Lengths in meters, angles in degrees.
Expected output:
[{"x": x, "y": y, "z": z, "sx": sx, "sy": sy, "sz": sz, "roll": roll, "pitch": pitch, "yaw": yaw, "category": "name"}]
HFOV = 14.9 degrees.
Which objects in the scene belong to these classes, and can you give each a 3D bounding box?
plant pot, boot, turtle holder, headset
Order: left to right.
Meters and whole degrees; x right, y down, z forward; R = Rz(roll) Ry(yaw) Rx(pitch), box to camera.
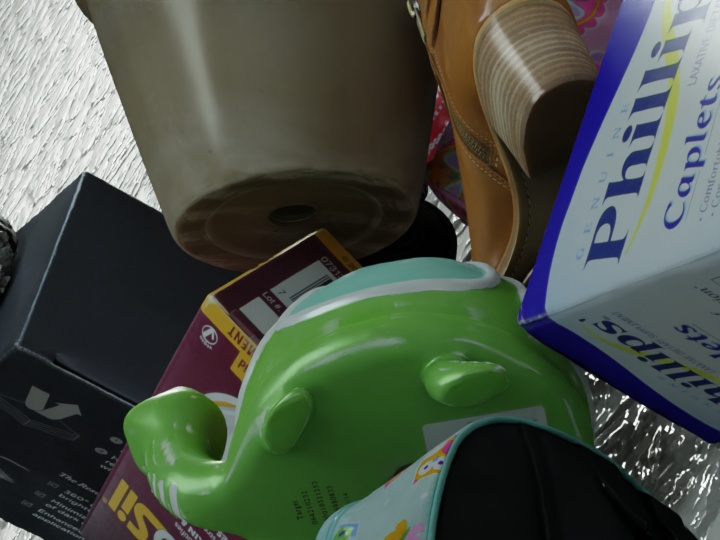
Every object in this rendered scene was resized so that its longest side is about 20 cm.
[{"x": -0.040, "y": -0.101, "z": 1.311, "sx": 0.200, "sy": 0.199, "sz": 0.174, "roll": -38, "pitch": 50, "yaw": 50, "category": "plant pot"}, {"x": 0.000, "y": 0.000, "z": 1.392, "sx": 0.124, "sy": 0.093, "sz": 0.201, "roll": 96, "pitch": -179, "yaw": -74, "category": "headset"}, {"x": 0.008, "y": 0.070, "z": 1.146, "sx": 0.185, "sy": 0.141, "sz": 0.132, "roll": -37, "pitch": 23, "yaw": 21, "category": "turtle holder"}, {"x": 0.061, "y": -0.056, "z": 1.237, "sx": 0.156, "sy": 0.076, "sz": 0.201, "roll": -117, "pitch": 14, "yaw": -46, "category": "boot"}]

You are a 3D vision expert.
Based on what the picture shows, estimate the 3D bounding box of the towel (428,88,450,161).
[{"x": 0.048, "y": -0.128, "z": 1.443, "sx": 0.200, "sy": 0.022, "sz": 0.145, "roll": 44, "pitch": 112, "yaw": 39, "category": "towel"}]

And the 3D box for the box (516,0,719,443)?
[{"x": 0.171, "y": -0.051, "z": 1.047, "sx": 0.200, "sy": 0.105, "sz": 0.185, "roll": -27, "pitch": 39, "yaw": 60, "category": "box"}]

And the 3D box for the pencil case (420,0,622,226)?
[{"x": 0.105, "y": -0.103, "z": 1.320, "sx": 0.201, "sy": 0.087, "sz": 0.087, "roll": -62, "pitch": 19, "yaw": 4, "category": "pencil case"}]

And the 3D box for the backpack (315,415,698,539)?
[{"x": 0.051, "y": 0.160, "z": 0.969, "sx": 0.153, "sy": 0.175, "sz": 0.200, "roll": -38, "pitch": 26, "yaw": 42, "category": "backpack"}]

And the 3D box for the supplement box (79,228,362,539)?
[{"x": -0.043, "y": 0.092, "z": 1.312, "sx": 0.086, "sy": 0.110, "sz": 0.200, "roll": -31, "pitch": -19, "yaw": -42, "category": "supplement box"}]

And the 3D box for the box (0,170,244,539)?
[{"x": -0.125, "y": 0.070, "z": 1.509, "sx": 0.200, "sy": 0.196, "sz": 0.118, "roll": -35, "pitch": 32, "yaw": 53, "category": "box"}]

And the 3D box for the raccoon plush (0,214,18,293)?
[{"x": -0.264, "y": 0.006, "z": 1.439, "sx": 0.097, "sy": 0.134, "sz": 0.200, "roll": -43, "pitch": 25, "yaw": 39, "category": "raccoon plush"}]
